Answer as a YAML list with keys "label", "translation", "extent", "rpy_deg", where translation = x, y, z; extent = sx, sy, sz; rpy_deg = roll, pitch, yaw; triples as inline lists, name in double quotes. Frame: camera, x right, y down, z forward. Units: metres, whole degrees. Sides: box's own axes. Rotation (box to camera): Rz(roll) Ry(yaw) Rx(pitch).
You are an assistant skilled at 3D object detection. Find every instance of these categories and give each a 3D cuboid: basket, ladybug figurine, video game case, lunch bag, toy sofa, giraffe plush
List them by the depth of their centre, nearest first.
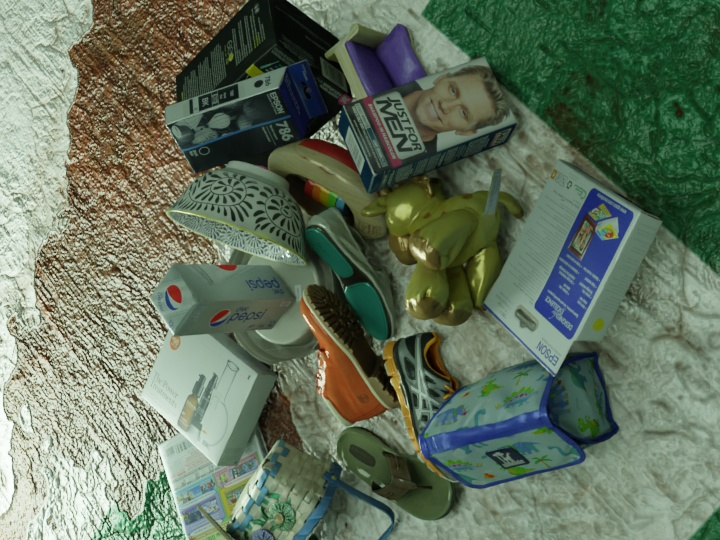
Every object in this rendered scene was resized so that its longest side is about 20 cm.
- label: "lunch bag"
  translation: [0.182, 0.173, 1.228]
  extent: [0.168, 0.199, 0.130]
  rpy_deg: [-21, 78, 31]
- label: "giraffe plush"
  translation: [0.088, -0.050, 1.328]
  extent: [0.161, 0.171, 0.204]
  rpy_deg: [26, 100, 42]
- label: "toy sofa"
  translation: [0.043, -0.226, 1.392]
  extent: [0.097, 0.082, 0.203]
  rpy_deg: [-33, 73, 30]
- label: "ladybug figurine"
  translation: [-0.031, -0.115, 1.428]
  extent: [0.198, 0.136, 0.072]
  rpy_deg: [31, 65, 14]
- label: "basket"
  translation: [-0.073, 0.347, 1.453]
  extent: [0.198, 0.139, 0.178]
  rpy_deg: [29, 112, -5]
- label: "video game case"
  translation: [-0.210, 0.316, 1.606]
  extent: [0.198, 0.022, 0.185]
  rpy_deg: [-29, 74, 30]

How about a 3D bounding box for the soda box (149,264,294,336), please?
- label: "soda box"
  translation: [-0.179, 0.037, 1.405]
  extent: [0.064, 0.199, 0.069]
  rpy_deg: [-50, 64, 23]

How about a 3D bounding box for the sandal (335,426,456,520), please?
- label: "sandal"
  translation: [0.038, 0.274, 1.413]
  extent: [0.199, 0.057, 0.081]
  rpy_deg: [21, 102, 33]

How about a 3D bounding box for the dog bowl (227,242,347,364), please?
- label: "dog bowl"
  translation: [-0.102, 0.030, 1.508]
  extent: [0.197, 0.058, 0.205]
  rpy_deg: [1, 92, 34]

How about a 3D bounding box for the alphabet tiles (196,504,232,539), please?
- label: "alphabet tiles"
  translation: [-0.156, 0.402, 1.479]
  extent: [0.006, 0.201, 0.166]
  rpy_deg: [-43, 60, -14]

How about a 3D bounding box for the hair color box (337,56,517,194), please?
- label: "hair color box"
  translation: [0.081, -0.179, 1.306]
  extent: [0.061, 0.197, 0.101]
  rpy_deg: [113, 134, -69]

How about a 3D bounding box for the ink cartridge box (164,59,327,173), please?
- label: "ink cartridge box"
  translation: [-0.145, -0.198, 1.381]
  extent: [0.196, 0.100, 0.040]
  rpy_deg: [-18, 50, 8]

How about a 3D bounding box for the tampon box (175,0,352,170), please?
- label: "tampon box"
  translation: [-0.135, -0.249, 1.453]
  extent: [0.199, 0.149, 0.128]
  rpy_deg: [-38, 44, 28]

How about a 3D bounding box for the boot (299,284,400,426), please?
- label: "boot"
  translation: [-0.036, 0.118, 1.415]
  extent: [0.106, 0.075, 0.202]
  rpy_deg: [-30, 100, 27]

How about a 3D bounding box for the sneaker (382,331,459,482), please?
- label: "sneaker"
  translation: [0.096, 0.172, 1.365]
  extent: [0.076, 0.078, 0.203]
  rpy_deg: [-28, 76, 21]

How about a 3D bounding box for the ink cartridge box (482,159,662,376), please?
- label: "ink cartridge box"
  translation: [0.237, -0.005, 1.217]
  extent: [0.203, 0.046, 0.198]
  rpy_deg: [-66, 25, 14]

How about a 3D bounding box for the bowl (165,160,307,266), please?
- label: "bowl"
  translation: [-0.149, -0.084, 1.403]
  extent: [0.198, 0.200, 0.096]
  rpy_deg: [14, 81, 33]

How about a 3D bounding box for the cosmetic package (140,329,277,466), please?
- label: "cosmetic package"
  translation: [-0.228, 0.172, 1.583]
  extent: [0.199, 0.051, 0.153]
  rpy_deg: [32, 100, 36]

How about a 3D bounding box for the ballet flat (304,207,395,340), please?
- label: "ballet flat"
  translation: [0.000, 0.000, 1.415]
  extent: [0.069, 0.070, 0.201]
  rpy_deg: [-20, 115, 32]
